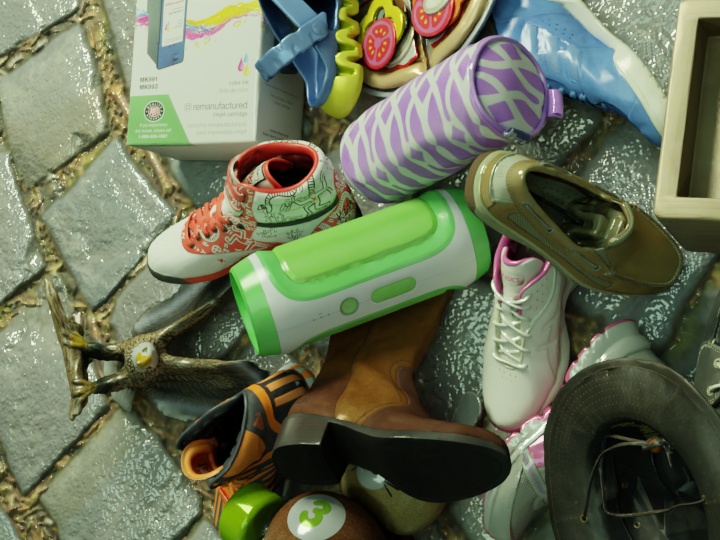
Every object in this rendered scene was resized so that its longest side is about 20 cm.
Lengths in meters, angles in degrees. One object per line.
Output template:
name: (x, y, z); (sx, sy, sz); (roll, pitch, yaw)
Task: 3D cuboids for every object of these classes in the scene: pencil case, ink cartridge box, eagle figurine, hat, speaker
pencil case: (0.064, -0.112, 0.870); (0.199, 0.085, 0.085); (-19, 66, 55)
ink cartridge box: (-0.127, -0.206, 1.019); (0.144, 0.087, 0.203); (3, 86, 27)
eagle figurine: (-0.172, 0.072, 1.017); (0.198, 0.151, 0.153); (-13, 124, -6)
hat: (0.209, 0.157, 0.757); (0.200, 0.080, 0.203); (4, 95, 55)
speaker: (0.000, 0.000, 0.895); (0.198, 0.089, 0.089); (-20, 76, -11)

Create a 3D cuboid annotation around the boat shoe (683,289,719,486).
boat shoe: (0.265, 0.079, 0.773); (0.071, 0.068, 0.202); (17, 120, 19)

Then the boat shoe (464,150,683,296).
boat shoe: (0.169, -0.028, 0.801); (0.076, 0.198, 0.073); (4, 77, 59)

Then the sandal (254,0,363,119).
sandal: (-0.047, -0.231, 0.944); (0.079, 0.086, 0.203); (151, 118, -64)

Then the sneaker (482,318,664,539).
sneaker: (0.170, 0.138, 0.852); (0.088, 0.081, 0.201); (42, 105, 24)

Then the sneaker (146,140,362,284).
sneaker: (-0.106, -0.052, 0.938); (0.199, 0.108, 0.068); (-10, 56, 15)

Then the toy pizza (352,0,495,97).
toy pizza: (0.040, -0.244, 0.931); (0.199, 0.032, 0.203); (-18, 65, 44)

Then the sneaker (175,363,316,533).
sneaker: (-0.112, 0.165, 0.946); (0.077, 0.111, 0.202); (40, 126, 29)

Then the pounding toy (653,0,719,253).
pounding toy: (0.324, -0.076, 0.777); (0.198, 0.142, 0.186); (5, 80, 30)

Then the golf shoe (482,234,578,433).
golf shoe: (0.125, 0.027, 0.872); (0.075, 0.091, 0.203); (15, 93, 37)

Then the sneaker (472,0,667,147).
sneaker: (0.157, -0.145, 0.879); (0.111, 0.077, 0.201); (-41, 68, 13)

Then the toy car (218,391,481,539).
toy car: (0.016, 0.171, 0.898); (0.163, 0.157, 0.202); (26, 86, 35)

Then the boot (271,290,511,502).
boot: (0.044, 0.086, 0.882); (0.186, 0.201, 0.069); (-7, 125, 27)
